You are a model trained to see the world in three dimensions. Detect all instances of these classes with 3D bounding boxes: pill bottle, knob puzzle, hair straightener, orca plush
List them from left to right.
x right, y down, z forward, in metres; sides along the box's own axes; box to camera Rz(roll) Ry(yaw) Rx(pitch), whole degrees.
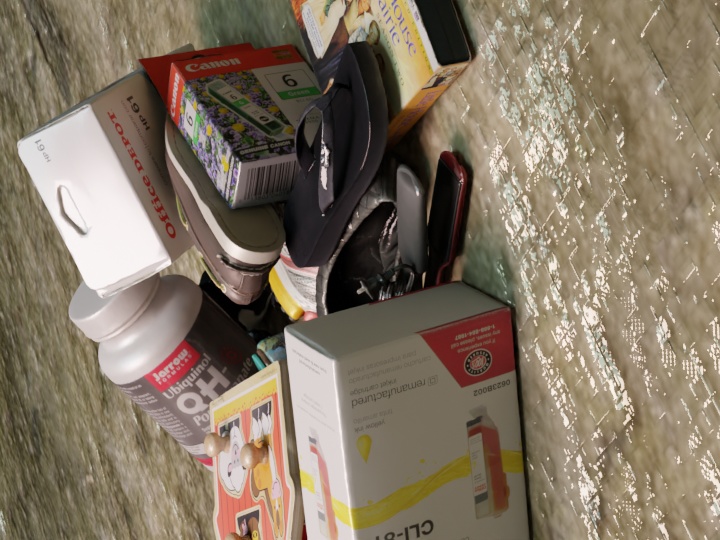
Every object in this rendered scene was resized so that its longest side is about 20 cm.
[{"bbox_3d":[-0.155,0.075,1.823,0.200,0.111,0.111,45,169,-27],"label":"pill bottle"},{"bbox_3d":[-0.116,0.026,1.871,0.200,0.071,0.106,3,106,66],"label":"orca plush"},{"bbox_3d":[-0.089,0.186,1.650,0.219,0.030,0.222,180,90,-67],"label":"knob puzzle"},{"bbox_3d":[0.027,0.004,1.526,0.041,0.077,0.201,55,149,36],"label":"hair straightener"}]

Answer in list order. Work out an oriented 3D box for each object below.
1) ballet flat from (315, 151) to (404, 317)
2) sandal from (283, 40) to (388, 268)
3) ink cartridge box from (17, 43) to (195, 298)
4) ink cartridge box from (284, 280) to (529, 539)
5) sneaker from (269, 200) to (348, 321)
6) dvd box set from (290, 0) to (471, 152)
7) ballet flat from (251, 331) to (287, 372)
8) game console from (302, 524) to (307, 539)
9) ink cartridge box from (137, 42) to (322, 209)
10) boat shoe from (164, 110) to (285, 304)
[{"bbox_3d":[0.000,0.000,1.590,0.057,0.066,0.201,-81,0,-51],"label":"ballet flat"},{"bbox_3d":[-0.025,-0.076,1.531,0.201,0.043,0.076,111,146,-40],"label":"sandal"},{"bbox_3d":[-0.177,-0.085,1.746,0.084,0.200,0.145,-23,101,28],"label":"ink cartridge box"},{"bbox_3d":[0.036,0.126,1.493,0.083,0.144,0.201,27,128,58],"label":"ink cartridge box"},{"bbox_3d":[-0.054,-0.050,1.701,0.200,0.077,0.082,53,140,29],"label":"sneaker"},{"bbox_3d":[0.011,-0.174,1.519,0.147,0.029,0.200,71,157,11],"label":"dvd box set"},{"bbox_3d":[-0.040,0.106,1.741,0.200,0.074,0.075,82,163,-63],"label":"ballet flat"},{"bbox_3d":[-0.036,0.284,1.709,0.200,0.118,0.174,8,87,66],"label":"game console"},{"bbox_3d":[-0.090,-0.134,1.668,0.200,0.108,0.051,55,146,40],"label":"ink cartridge box"},{"bbox_3d":[-0.113,-0.057,1.659,0.200,0.071,0.060,-119,36,-43],"label":"boat shoe"}]
